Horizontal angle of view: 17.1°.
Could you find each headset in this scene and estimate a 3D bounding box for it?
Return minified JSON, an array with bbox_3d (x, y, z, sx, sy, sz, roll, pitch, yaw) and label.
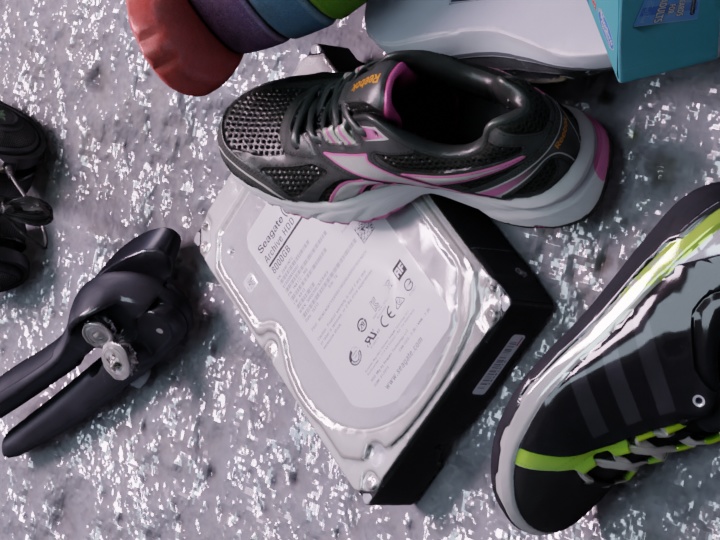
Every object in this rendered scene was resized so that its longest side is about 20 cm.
[{"bbox_3d":[-0.237,-0.044,1.417,0.200,0.094,0.124,13,96,58],"label":"headset"}]

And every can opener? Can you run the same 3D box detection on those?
[{"bbox_3d":[-0.158,0.055,1.359,0.063,0.079,0.200,43,129,-4],"label":"can opener"}]

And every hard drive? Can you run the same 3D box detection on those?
[{"bbox_3d":[0.000,0.000,1.199,0.140,0.038,0.200,-55,49,27],"label":"hard drive"}]

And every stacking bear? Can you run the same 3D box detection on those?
[{"bbox_3d":[-0.014,-0.177,1.120,0.200,0.114,0.122,-28,76,15],"label":"stacking bear"}]

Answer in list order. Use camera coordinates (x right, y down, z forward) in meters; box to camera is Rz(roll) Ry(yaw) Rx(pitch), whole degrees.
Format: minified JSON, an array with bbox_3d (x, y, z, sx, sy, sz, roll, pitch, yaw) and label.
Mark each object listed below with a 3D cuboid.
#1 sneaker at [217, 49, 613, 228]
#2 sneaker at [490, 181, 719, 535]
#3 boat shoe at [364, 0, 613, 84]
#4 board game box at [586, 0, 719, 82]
[{"bbox_3d":[0.015,-0.074,1.118,0.200,0.086,0.080,1,66,30],"label":"sneaker"},{"bbox_3d":[0.130,0.053,1.029,0.083,0.072,0.200,52,122,35],"label":"sneaker"},{"bbox_3d":[0.087,-0.118,1.103,0.200,0.057,0.069,6,72,48],"label":"boat shoe"},{"bbox_3d":[0.103,-0.197,0.951,0.200,0.047,0.151,83,172,-56],"label":"board game box"}]
